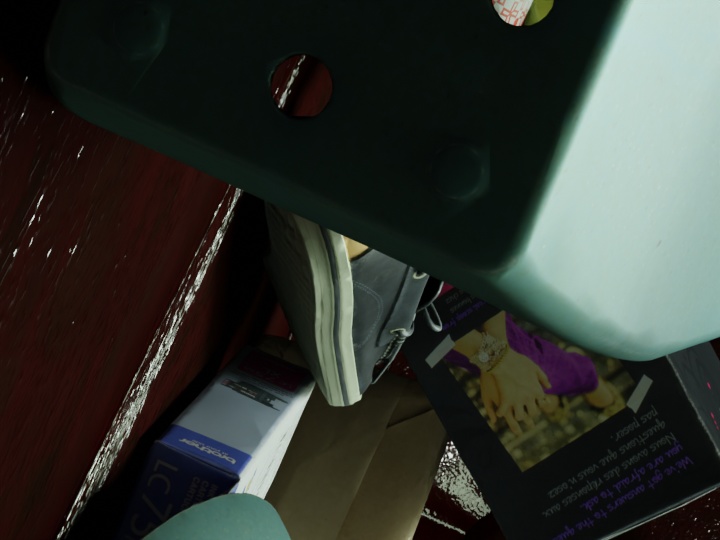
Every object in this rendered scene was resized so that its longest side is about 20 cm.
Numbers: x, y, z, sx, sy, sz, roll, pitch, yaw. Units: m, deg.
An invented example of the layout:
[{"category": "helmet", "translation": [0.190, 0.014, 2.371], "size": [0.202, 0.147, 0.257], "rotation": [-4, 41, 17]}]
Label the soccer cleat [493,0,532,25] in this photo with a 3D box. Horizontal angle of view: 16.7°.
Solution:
[{"category": "soccer cleat", "translation": [0.050, -0.129, 0.823], "size": [0.085, 0.069, 0.200], "rotation": [-31, 160, -17]}]

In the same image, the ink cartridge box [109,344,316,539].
[{"category": "ink cartridge box", "translation": [-0.069, 0.106, 0.923], "size": [0.200, 0.042, 0.120], "rotation": [-61, 174, -77]}]

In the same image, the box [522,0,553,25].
[{"category": "box", "translation": [0.066, -0.110, 0.940], "size": [0.200, 0.050, 0.075], "rotation": [-98, -156, -49]}]

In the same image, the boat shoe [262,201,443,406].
[{"category": "boat shoe", "translation": [0.000, 0.000, 0.937], "size": [0.062, 0.075, 0.200], "rotation": [-24, 163, -9]}]

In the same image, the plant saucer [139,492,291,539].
[{"category": "plant saucer", "translation": [-0.071, 0.171, 0.819], "size": [0.200, 0.036, 0.200], "rotation": [-46, 153, -32]}]

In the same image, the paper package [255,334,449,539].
[{"category": "paper package", "translation": [-0.041, 0.153, 1.146], "size": [0.200, 0.103, 0.191], "rotation": [104, 10, -65]}]

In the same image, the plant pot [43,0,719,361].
[{"category": "plant pot", "translation": [0.026, -0.064, 0.486], "size": [0.142, 0.141, 0.200], "rotation": [-68, 170, 11]}]

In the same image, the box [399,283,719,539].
[{"category": "box", "translation": [0.078, 0.011, 1.085], "size": [0.106, 0.200, 0.122], "rotation": [-27, -172, 16]}]
